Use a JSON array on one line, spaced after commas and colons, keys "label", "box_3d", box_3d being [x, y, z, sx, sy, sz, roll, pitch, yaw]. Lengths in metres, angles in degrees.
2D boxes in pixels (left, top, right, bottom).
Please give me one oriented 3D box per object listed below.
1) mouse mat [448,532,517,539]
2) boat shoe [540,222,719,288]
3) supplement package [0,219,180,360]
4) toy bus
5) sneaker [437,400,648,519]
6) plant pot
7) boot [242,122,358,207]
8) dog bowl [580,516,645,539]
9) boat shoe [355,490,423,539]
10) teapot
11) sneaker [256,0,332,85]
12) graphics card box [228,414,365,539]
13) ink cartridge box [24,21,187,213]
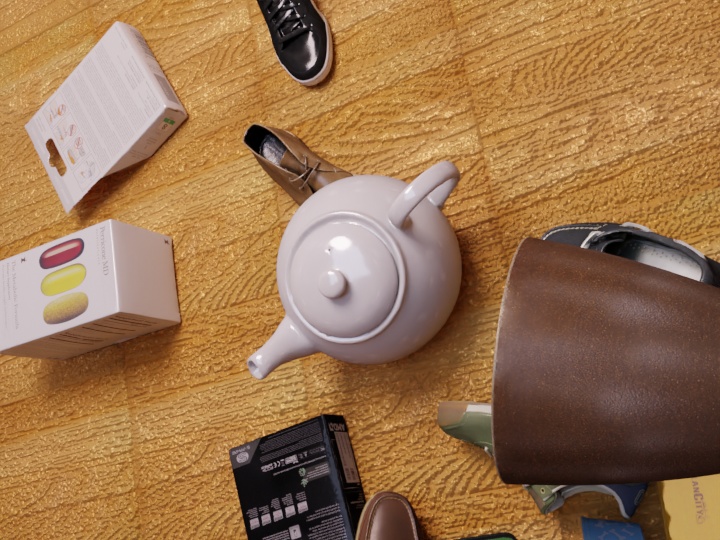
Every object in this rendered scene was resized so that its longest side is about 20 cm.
[{"label": "mouse mat", "box_3d": [0.083, 0.339, 0.782, 0.008, 0.159, 0.202, 143, 124, -65]}, {"label": "boat shoe", "box_3d": [0.225, -0.009, 0.777, 0.199, 0.060, 0.076, 14, 82, 48]}, {"label": "supplement package", "box_3d": [-0.328, 0.027, 1.073, 0.198, 0.109, 0.115, -18, 73, 25]}, {"label": "toy bus", "box_3d": [0.280, 0.193, 0.725, 0.065, 0.078, 0.202, -13, 75, 28]}, {"label": "sneaker", "box_3d": [0.157, 0.169, 0.802, 0.198, 0.067, 0.091, 2, 76, 26]}, {"label": "plant pot", "box_3d": [0.213, 0.075, 0.658, 0.198, 0.187, 0.189, 4, 82, 21]}, {"label": "boot", "box_3d": [-0.052, -0.093, 0.965, 0.200, 0.075, 0.074, 38, 96, 27]}, {"label": "dog bowl", "box_3d": [0.219, 0.300, 0.726, 0.049, 0.111, 0.202, -10, 75, 12]}, {"label": "boat shoe", "box_3d": [0.029, 0.300, 0.814, 0.071, 0.068, 0.202, 5, 69, -5]}, {"label": "teapot", "box_3d": [0.000, 0.000, 0.854, 0.195, 0.146, 0.202, 1, 95, 18]}, {"label": "sneaker", "box_3d": [-0.100, -0.308, 1.009, 0.073, 0.112, 0.202, -25, 70, 23]}, {"label": "graphics card box", "box_3d": [-0.054, 0.259, 0.913, 0.125, 0.051, 0.202, -24, 71, 22]}, {"label": "ink cartridge box", "box_3d": [-0.328, -0.192, 1.154, 0.200, 0.050, 0.162, -42, 64, 20]}]
